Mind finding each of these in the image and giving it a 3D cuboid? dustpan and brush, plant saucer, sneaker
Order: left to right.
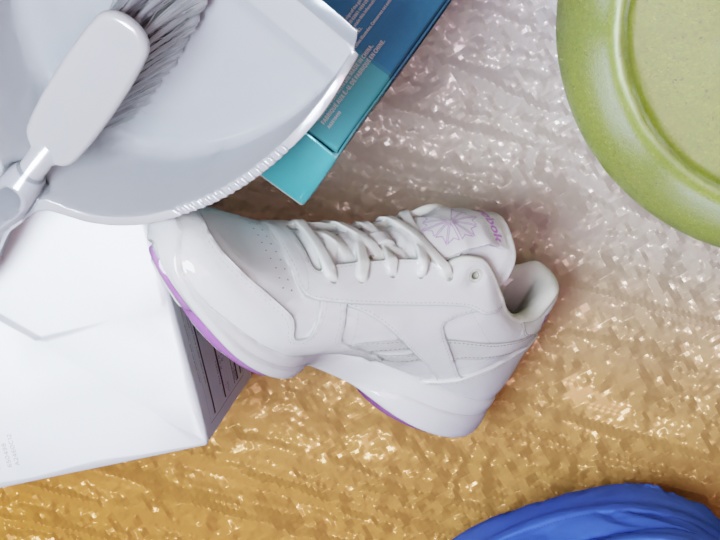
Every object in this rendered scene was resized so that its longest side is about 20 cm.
[{"bbox_3d":[-0.108,-0.052,0.710,0.140,0.057,0.200,39,133,-4],"label":"dustpan and brush"},{"bbox_3d":[0.000,0.000,0.779,0.200,0.075,0.100,22,116,-45],"label":"sneaker"},{"bbox_3d":[0.180,-0.100,0.799,0.200,0.031,0.200,1,102,7],"label":"plant saucer"}]

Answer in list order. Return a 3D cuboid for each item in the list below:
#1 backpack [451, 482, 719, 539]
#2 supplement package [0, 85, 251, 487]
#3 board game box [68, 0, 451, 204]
[{"bbox_3d":[0.114,0.196,0.804,0.162,0.168,0.200,-16,96,3],"label":"backpack"},{"bbox_3d":[-0.166,0.007,0.819,0.200,0.111,0.156,-12,100,10],"label":"supplement package"},{"bbox_3d":[-0.059,-0.144,0.762,0.200,0.047,0.151,36,59,-2],"label":"board game box"}]
